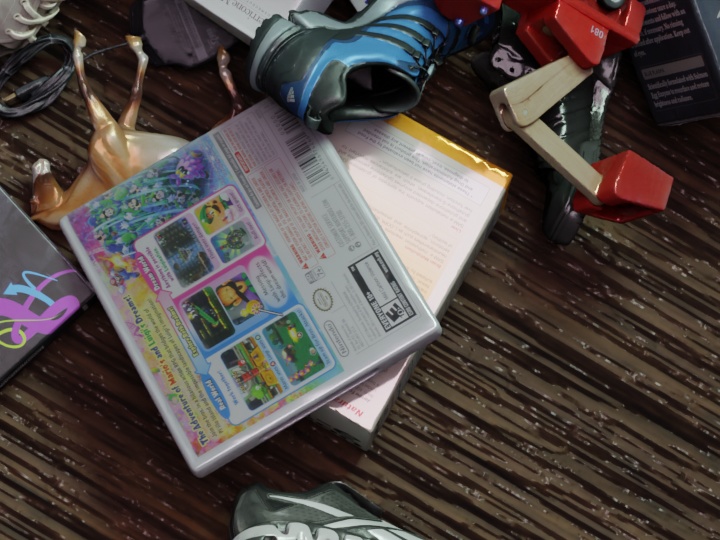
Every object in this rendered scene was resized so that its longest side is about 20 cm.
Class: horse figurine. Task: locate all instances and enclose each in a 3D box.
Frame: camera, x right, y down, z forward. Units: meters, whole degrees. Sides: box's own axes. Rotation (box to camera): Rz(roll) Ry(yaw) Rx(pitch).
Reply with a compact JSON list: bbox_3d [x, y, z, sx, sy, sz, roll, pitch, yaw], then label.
[{"bbox_3d":[-0.123,-0.088,1.579,0.198,0.050,0.134,4,91,-11],"label":"horse figurine"}]

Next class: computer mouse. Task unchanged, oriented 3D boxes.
[{"bbox_3d":[-0.161,-0.154,1.606,0.199,0.034,0.059,-21,100,-4],"label":"computer mouse"}]

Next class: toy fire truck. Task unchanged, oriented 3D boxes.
[{"bbox_3d":[0.124,-0.131,1.532,0.199,0.049,0.142,26,68,-25],"label":"toy fire truck"}]

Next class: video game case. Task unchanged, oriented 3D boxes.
[{"bbox_3d":[-0.073,0.004,1.509,0.181,0.024,0.201,-30,69,-2],"label":"video game case"}]

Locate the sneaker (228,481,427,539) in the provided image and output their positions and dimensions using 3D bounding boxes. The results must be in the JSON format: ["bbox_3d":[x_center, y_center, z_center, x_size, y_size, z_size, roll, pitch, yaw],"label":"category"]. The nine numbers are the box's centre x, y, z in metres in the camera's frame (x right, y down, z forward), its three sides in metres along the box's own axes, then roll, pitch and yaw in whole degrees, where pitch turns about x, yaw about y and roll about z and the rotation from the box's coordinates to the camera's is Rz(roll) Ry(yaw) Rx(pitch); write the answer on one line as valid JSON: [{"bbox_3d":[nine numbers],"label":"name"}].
[{"bbox_3d":[0.001,0.179,1.528,0.199,0.067,0.091,15,34,-21],"label":"sneaker"}]

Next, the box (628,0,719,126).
[{"bbox_3d":[0.269,-0.227,1.581,0.196,0.117,0.201,-24,97,-19],"label":"box"}]

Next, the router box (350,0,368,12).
[{"bbox_3d":[0.026,-0.295,1.589,0.179,0.049,0.201,-38,81,28],"label":"router box"}]

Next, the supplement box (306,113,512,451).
[{"bbox_3d":[0.000,0.000,1.561,0.125,0.074,0.201,29,77,6],"label":"supplement box"}]

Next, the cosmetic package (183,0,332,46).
[{"bbox_3d":[-0.089,-0.251,1.568,0.199,0.052,0.151,34,89,18],"label":"cosmetic package"}]

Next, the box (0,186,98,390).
[{"bbox_3d":[-0.290,0.032,1.543,0.200,0.036,0.143,-42,85,-6],"label":"box"}]

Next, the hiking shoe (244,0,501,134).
[{"bbox_3d":[0.021,-0.134,1.533,0.199,0.075,0.087,-21,54,-32],"label":"hiking shoe"}]

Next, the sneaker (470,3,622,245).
[{"bbox_3d":[0.119,-0.121,1.610,0.103,0.060,0.201,15,72,-3],"label":"sneaker"}]

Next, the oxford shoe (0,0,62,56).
[{"bbox_3d":[-0.219,-0.184,1.546,0.199,0.075,0.058,-33,75,27],"label":"oxford shoe"}]
